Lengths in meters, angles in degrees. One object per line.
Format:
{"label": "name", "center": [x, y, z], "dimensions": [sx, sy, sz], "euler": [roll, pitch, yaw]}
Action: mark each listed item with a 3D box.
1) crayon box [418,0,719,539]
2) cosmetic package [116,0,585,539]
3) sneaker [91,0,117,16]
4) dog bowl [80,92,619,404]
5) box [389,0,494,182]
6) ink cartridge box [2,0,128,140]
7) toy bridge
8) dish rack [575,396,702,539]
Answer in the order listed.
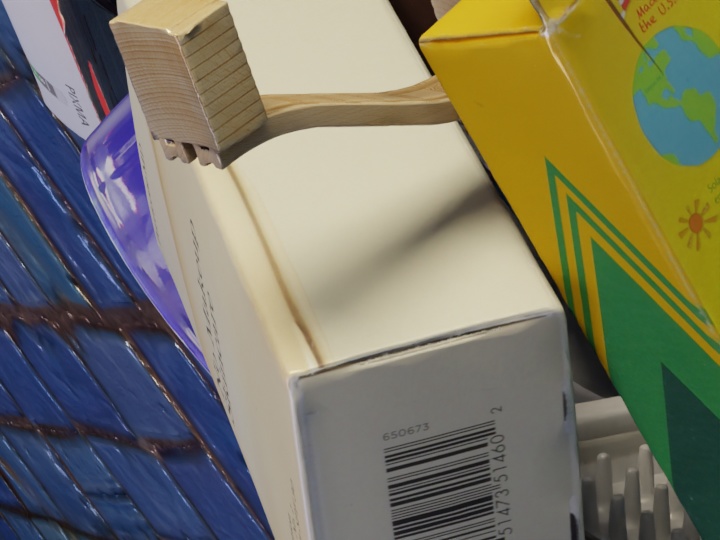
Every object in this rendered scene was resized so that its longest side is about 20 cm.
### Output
{"label": "crayon box", "center": [0.098, -0.037, 0.720], "dimensions": [0.051, 0.127, 0.200], "euler": [-1, 126, 53]}
{"label": "cosmetic package", "center": [-0.006, 0.001, 0.797], "dimensions": [0.200, 0.073, 0.104], "euler": [-118, 17, -53]}
{"label": "sneaker", "center": [-0.057, -0.134, 1.056], "dimensions": [0.116, 0.076, 0.200], "euler": [40, 160, 30]}
{"label": "dog bowl", "center": [0.000, 0.000, 1.023], "dimensions": [0.200, 0.079, 0.200], "euler": [44, -168, -12]}
{"label": "box", "center": [0.041, -0.088, 0.878], "dimensions": [0.100, 0.075, 0.200], "euler": [52, 163, 1]}
{"label": "ink cartridge box", "center": [-0.130, -0.109, 1.214], "dimensions": [0.161, 0.050, 0.200], "euler": [71, -174, -48]}
{"label": "toy bridge", "center": [0.027, -0.078, 0.714], "dimensions": [0.027, 0.200, 0.067], "euler": [11, 129, 45]}
{"label": "dish rack", "center": [0.131, 0.080, 0.811], "dimensions": [0.200, 0.172, 0.044], "euler": [29, 124, 57]}
